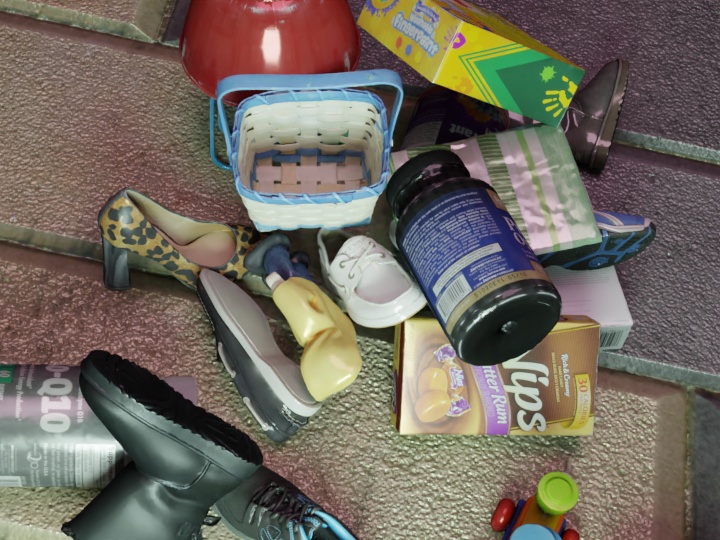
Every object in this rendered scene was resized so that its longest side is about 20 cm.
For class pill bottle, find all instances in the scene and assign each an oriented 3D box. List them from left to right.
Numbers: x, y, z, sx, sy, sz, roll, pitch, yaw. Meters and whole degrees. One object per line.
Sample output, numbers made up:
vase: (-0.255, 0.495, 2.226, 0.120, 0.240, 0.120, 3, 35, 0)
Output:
pill bottle: (-0.253, 0.144, 1.277, 0.199, 0.113, 0.113, 2, 53, -9)
pill bottle: (0.094, -0.109, 1.527, 0.111, 0.112, 0.200, 17, 53, 3)
pill bottle: (0.101, -0.017, 1.317, 0.112, 0.112, 0.200, -14, 54, -19)

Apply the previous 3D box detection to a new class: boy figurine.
boy figurine: (-0.048, 0.052, 1.384, 0.064, 0.124, 0.200, -37, 48, 9)

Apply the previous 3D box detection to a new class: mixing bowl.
mixing bowl: (-0.096, -0.277, 1.455, 0.200, 0.109, 0.200, 1, 52, -2)

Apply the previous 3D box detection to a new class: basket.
basket: (-0.053, -0.128, 1.369, 0.176, 0.200, 0.139, -1, 63, -5)

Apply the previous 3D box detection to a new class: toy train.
toy train: (0.174, 0.223, 1.290, 0.085, 0.116, 0.200, 25, 54, 8)

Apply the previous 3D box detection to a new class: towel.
towel: (0.131, -0.074, 1.427, 0.200, 0.023, 0.153, -11, 64, -6)

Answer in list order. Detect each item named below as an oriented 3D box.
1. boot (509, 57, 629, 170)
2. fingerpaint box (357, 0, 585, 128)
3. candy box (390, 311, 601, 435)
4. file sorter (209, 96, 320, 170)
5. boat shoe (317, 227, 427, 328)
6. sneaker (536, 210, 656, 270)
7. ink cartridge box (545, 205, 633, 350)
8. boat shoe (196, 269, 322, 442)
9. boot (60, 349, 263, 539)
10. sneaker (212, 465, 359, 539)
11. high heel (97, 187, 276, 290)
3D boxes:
boot: (0.214, -0.211, 1.660, 0.200, 0.073, 0.182, 15, 50, 10)
fingerpaint box: (0.113, -0.237, 1.469, 0.167, 0.073, 0.200, 15, 19, -32)
candy box: (0.134, 0.102, 1.374, 0.199, 0.056, 0.117, 1, 98, -10)
file sorter: (-0.093, -0.221, 1.563, 0.122, 0.139, 0.200, 9, 53, 0)
boat shoe: (0.000, 0.000, 1.394, 0.071, 0.069, 0.200, -32, 25, -15)
sneaker: (0.216, -0.045, 1.459, 0.199, 0.076, 0.077, -3, 59, -11)
ink cartridge box: (0.216, -0.005, 1.511, 0.109, 0.050, 0.200, -3, 53, -11)
boat shoe: (-0.114, 0.083, 1.380, 0.200, 0.060, 0.074, 51, 22, 24)
boot: (-0.200, 0.179, 1.203, 0.198, 0.163, 0.073, 36, 14, -24)
sneaker: (-0.059, 0.229, 1.267, 0.200, 0.082, 0.073, 35, 57, 17)
high heel: (-0.168, -0.043, 1.412, 0.200, 0.143, 0.072, -10, 56, -17)
